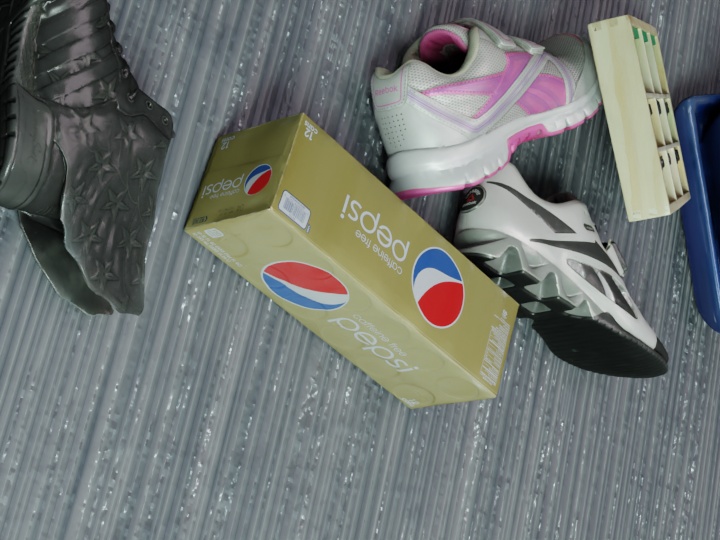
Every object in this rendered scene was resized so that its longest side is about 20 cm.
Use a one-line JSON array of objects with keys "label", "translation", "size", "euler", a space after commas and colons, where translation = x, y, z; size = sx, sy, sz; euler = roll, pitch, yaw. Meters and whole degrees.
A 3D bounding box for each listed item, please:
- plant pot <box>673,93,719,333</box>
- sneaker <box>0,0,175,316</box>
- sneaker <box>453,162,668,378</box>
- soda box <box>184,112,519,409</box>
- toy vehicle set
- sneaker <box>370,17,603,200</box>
[{"label": "plant pot", "translation": [0.342, -0.052, 1.334], "size": [0.200, 0.179, 0.201], "euler": [-8, 88, -50]}, {"label": "sneaker", "translation": [-0.134, -0.084, 0.897], "size": [0.104, 0.060, 0.201], "euler": [20, 72, -43]}, {"label": "sneaker", "translation": [0.137, 0.000, 1.171], "size": [0.200, 0.074, 0.089], "euler": [38, 57, -38]}, {"label": "soda box", "translation": [0.000, 0.000, 1.021], "size": [0.200, 0.068, 0.064], "euler": [41, 54, -35]}, {"label": "toy vehicle set", "translation": [0.186, -0.101, 1.219], "size": [0.200, 0.026, 0.125], "euler": [-21, 99, -75]}, {"label": "sneaker", "translation": [0.079, -0.116, 1.125], "size": [0.200, 0.081, 0.089], "euler": [-34, 109, -47]}]
